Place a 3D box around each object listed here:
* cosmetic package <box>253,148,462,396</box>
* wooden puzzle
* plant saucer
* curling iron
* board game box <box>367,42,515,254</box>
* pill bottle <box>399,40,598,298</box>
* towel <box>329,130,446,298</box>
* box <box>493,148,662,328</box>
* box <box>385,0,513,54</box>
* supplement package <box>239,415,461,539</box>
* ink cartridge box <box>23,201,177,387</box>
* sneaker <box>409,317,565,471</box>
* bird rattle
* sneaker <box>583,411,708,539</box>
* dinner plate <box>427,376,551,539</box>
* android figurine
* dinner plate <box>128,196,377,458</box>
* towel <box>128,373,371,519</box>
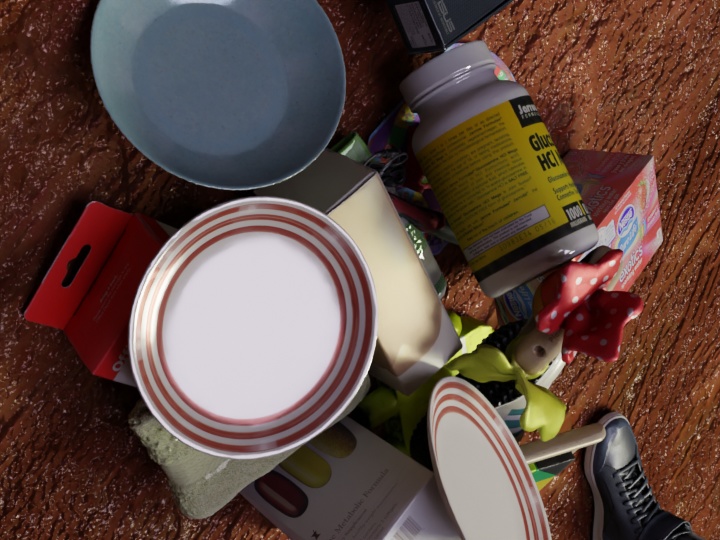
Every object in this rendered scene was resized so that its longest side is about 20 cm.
[{"bbox_3d":[0.000,0.000,1.191,0.071,0.105,0.201,-40,125,-16],"label":"cosmetic package"},{"bbox_3d":[0.122,0.210,1.360,0.183,0.038,0.200,-13,160,-26],"label":"wooden puzzle"},{"bbox_3d":[-0.109,-0.150,1.071,0.199,0.039,0.203,7,71,-20],"label":"plant saucer"},{"bbox_3d":[0.066,-0.054,1.272,0.200,0.025,0.050,33,87,-47],"label":"curling iron"},{"bbox_3d":[0.091,-0.107,1.305,0.200,0.039,0.158,-49,132,-15],"label":"board game box"},{"bbox_3d":[0.114,-0.088,1.214,0.112,0.112,0.202,-24,85,-31],"label":"pill bottle"},{"bbox_3d":[-0.013,-0.007,1.264,0.149,0.031,0.201,-44,128,-15],"label":"towel"},{"bbox_3d":[0.209,-0.026,1.365,0.200,0.094,0.104,-46,134,-43],"label":"box"},{"bbox_3d":[0.066,-0.302,1.158,0.157,0.051,0.201,-39,116,-33],"label":"box"},{"bbox_3d":[-0.008,0.204,1.236,0.114,0.199,0.110,-50,132,-12],"label":"supplement package"},{"bbox_3d":[-0.151,0.033,1.122,0.199,0.067,0.117,22,106,-44],"label":"ink cartridge box"},{"bbox_3d":[0.135,0.121,1.341,0.093,0.071,0.200,11,125,-52],"label":"sneaker"},{"bbox_3d":[0.165,0.035,1.186,0.163,0.112,0.201,-53,173,-48],"label":"bird rattle"},{"bbox_3d":[0.325,0.264,1.588,0.076,0.146,0.204,-27,122,-28],"label":"sneaker"},{"bbox_3d":[0.104,0.185,1.182,0.024,0.202,0.200,-28,137,22],"label":"dinner plate"},{"bbox_3d":[0.081,0.124,1.393,0.199,0.041,0.184,-27,123,-28],"label":"android figurine"},{"bbox_3d":[-0.081,0.043,1.074,0.198,0.024,0.203,-6,105,-22],"label":"dinner plate"},{"bbox_3d":[-0.083,0.106,1.150,0.199,0.036,0.149,-34,134,-13],"label":"towel"}]
